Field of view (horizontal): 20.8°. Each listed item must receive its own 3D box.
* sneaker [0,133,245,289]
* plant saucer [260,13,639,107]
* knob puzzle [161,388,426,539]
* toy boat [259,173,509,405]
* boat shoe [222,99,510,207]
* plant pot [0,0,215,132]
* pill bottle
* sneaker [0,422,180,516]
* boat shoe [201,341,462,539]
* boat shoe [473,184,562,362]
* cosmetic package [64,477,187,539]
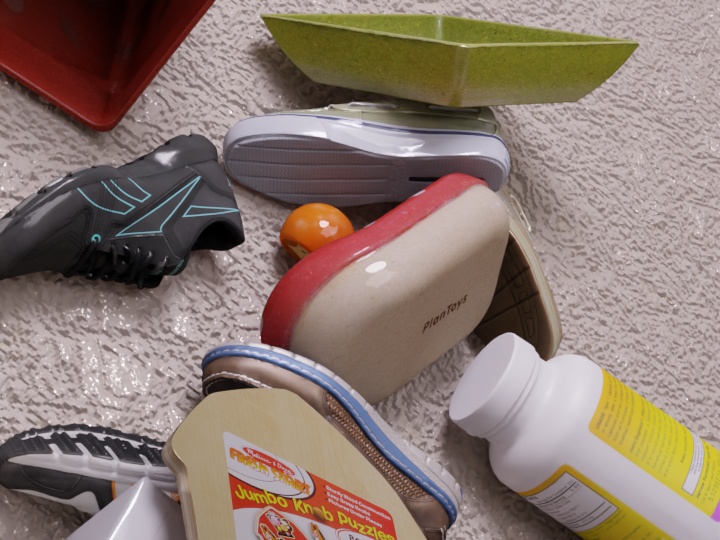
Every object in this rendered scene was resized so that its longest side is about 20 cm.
[{"bbox_3d":[-0.150,-0.027,1.234,0.200,0.075,0.079,-25,82,-42],"label":"sneaker"},{"bbox_3d":[0.063,-0.151,1.410,0.200,0.200,0.048,-8,107,-46],"label":"plant saucer"},{"bbox_3d":[-0.034,0.143,1.103,0.220,0.030,0.220,34,26,-19],"label":"knob puzzle"},{"bbox_3d":[0.000,0.000,1.316,0.131,0.131,0.200,31,40,24],"label":"toy boat"},{"bbox_3d":[0.003,-0.086,1.365,0.200,0.072,0.062,4,47,-10],"label":"boat shoe"},{"bbox_3d":[-0.179,-0.250,1.282,0.200,0.200,0.176,34,36,-15],"label":"plant pot"},{"bbox_3d":[0.161,0.127,1.348,0.200,0.104,0.104,35,48,-14],"label":"pill bottle"},{"bbox_3d":[-0.119,0.141,1.157,0.200,0.074,0.080,12,100,-14],"label":"sneaker"},{"bbox_3d":[-0.021,0.120,1.240,0.200,0.072,0.072,35,50,-15],"label":"boat shoe"},{"bbox_3d":[0.097,-0.020,1.416,0.065,0.072,0.200,-4,60,-51],"label":"boat shoe"},{"bbox_3d":[-0.108,0.259,1.059,0.200,0.123,0.199,37,47,-10],"label":"cosmetic package"}]
